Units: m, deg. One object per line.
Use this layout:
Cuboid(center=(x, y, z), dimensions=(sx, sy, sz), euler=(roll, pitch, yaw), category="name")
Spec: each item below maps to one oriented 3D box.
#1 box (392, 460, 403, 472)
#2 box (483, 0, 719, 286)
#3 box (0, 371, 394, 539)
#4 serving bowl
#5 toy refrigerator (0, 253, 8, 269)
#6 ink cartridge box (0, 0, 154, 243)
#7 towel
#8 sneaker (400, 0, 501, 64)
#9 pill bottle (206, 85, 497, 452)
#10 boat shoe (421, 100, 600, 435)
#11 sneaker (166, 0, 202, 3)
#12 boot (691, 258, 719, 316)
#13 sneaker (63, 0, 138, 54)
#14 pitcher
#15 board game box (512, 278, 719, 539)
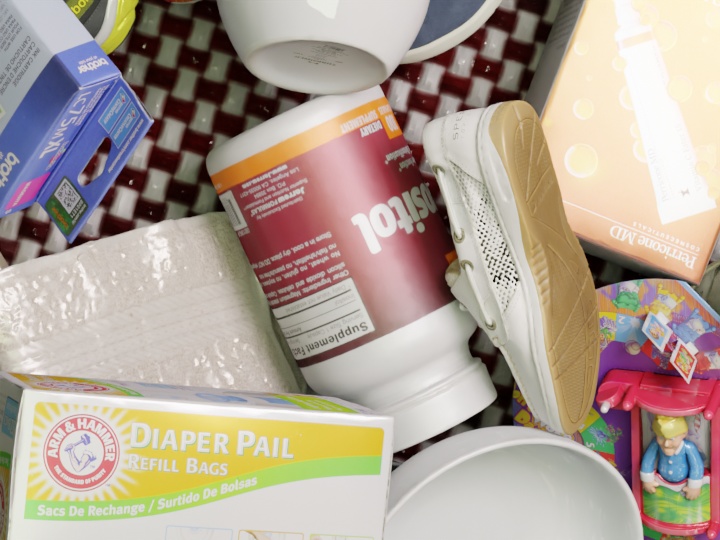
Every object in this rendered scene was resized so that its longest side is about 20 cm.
Cuboid(center=(-0.050, 0.198, 1.332), dimensions=(0.137, 0.040, 0.201), euler=(15, 88, -39), category="box")
Cuboid(center=(0.169, -0.105, 1.354), dimensions=(0.124, 0.097, 0.201), euler=(21, 89, -5), category="box")
Cuboid(center=(-0.096, 0.114, 1.210), dimensions=(0.199, 0.112, 0.102), euler=(6, 91, -17), category="box")
Cuboid(center=(0.063, 0.174, 1.338), dimensions=(0.199, 0.066, 0.201), euler=(-12, 117, -24), category="serving bowl")
Cuboid(center=(-0.225, 0.031, 1.331), dimensions=(0.070, 0.076, 0.200), euler=(-32, 94, -4), category="toy refrigerator")
Cuboid(center=(-0.209, -0.118, 1.293), dimensions=(0.200, 0.042, 0.119), euler=(49, 131, 10), category="ink cartridge box")
Cuboid(center=(-0.122, 0.044, 1.311), dimensions=(0.200, 0.034, 0.133), euler=(-18, 89, -40), category="towel")
Cuboid(center=(0.061, -0.201, 1.320), dimensions=(0.200, 0.075, 0.084), euler=(-40, 137, 22), category="sneaker")
Cuboid(center=(0.000, 0.000, 1.332), dimensions=(0.113, 0.113, 0.201), euler=(-26, 93, -4), category="pill bottle")
Cuboid(center=(0.082, -0.001, 1.285), dimensions=(0.069, 0.071, 0.201), euler=(-3, 116, 29), category="boat shoe")
Cuboid(center=(-0.064, -0.246, 1.344), dimensions=(0.073, 0.077, 0.201), euler=(23, 87, -3), category="sneaker")
Cuboid(center=(0.292, -0.019, 1.335), dimensions=(0.200, 0.155, 0.072), euler=(-29, 89, -10), category="boot")
Cuboid(center=(-0.174, -0.222, 1.318), dimensions=(0.074, 0.084, 0.201), euler=(-5, 92, 39), category="sneaker")
Cuboid(center=(-0.041, -0.209, 1.266), dimensions=(0.171, 0.121, 0.201), euler=(10, 72, -21), category="pitcher")
Cuboid(center=(0.177, 0.105, 1.341), dimensions=(0.200, 0.039, 0.158), euler=(45, 124, -4), category="board game box")
